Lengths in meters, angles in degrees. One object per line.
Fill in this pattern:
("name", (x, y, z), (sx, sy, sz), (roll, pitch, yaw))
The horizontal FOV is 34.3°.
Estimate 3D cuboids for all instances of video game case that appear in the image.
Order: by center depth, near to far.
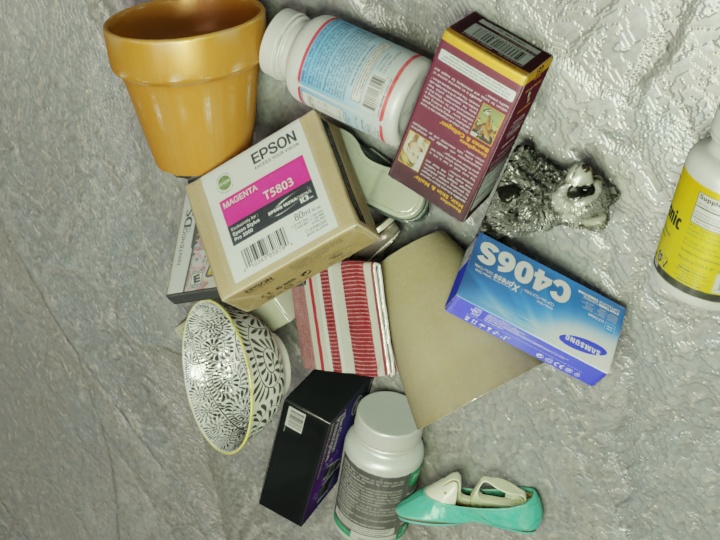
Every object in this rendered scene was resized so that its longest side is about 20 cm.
("video game case", (-0.151, -0.053, 1.514), (0.197, 0.183, 0.026), (-8, 148, 24))

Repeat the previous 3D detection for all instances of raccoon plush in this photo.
("raccoon plush", (0.217, -0.064, 1.362), (0.132, 0.098, 0.201), (24, 155, 4))

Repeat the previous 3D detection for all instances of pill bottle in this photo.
("pill bottle", (0.381, -0.069, 1.211), (0.110, 0.111, 0.202), (23, 124, 20))
("pill bottle", (-0.017, -0.235, 1.383), (0.198, 0.109, 0.110), (28, 126, 18))
("pill bottle", (0.027, 0.276, 1.617), (0.112, 0.113, 0.202), (23, 125, 20))

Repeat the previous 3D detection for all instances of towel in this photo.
("towel", (-0.024, 0.058, 1.480), (0.199, 0.023, 0.146), (0, 101, 55))

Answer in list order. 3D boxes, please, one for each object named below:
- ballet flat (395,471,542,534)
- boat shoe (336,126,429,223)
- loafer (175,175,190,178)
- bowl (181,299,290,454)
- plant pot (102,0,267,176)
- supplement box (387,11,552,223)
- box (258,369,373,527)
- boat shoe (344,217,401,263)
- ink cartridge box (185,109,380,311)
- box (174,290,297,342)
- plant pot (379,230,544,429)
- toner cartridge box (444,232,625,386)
("ballet flat", (0.146, 0.305, 1.562), (0.197, 0.067, 0.072), (5, 107, 3))
("boat shoe", (0.004, -0.117, 1.455), (0.199, 0.062, 0.073), (32, 90, 25))
("loafer", (-0.241, -0.221, 1.557), (0.072, 0.072, 0.203), (-4, 111, 35))
("bowl", (-0.152, 0.132, 1.539), (0.200, 0.093, 0.204), (18, 113, 53))
("plant pot", (-0.206, -0.227, 1.453), (0.198, 0.200, 0.186), (11, 121, 28))
("supplement box", (0.123, -0.174, 1.338), (0.110, 0.086, 0.202), (32, 127, 14))
("box", (-0.061, 0.234, 1.634), (0.078, 0.141, 0.202), (25, 126, 13))
("boat shoe", (0.000, 0.000, 1.518), (0.060, 0.072, 0.200), (50, 135, 5))
("ink cartridge box", (-0.097, -0.070, 1.411), (0.198, 0.075, 0.167), (-29, 68, 16))
("box", (-0.160, 0.056, 1.637), (0.199, 0.095, 0.078), (-29, 99, 40))
("plant pot", (0.107, 0.061, 1.429), (0.187, 0.186, 0.202), (-33, 81, 39))
("toner cartridge box", (0.204, 0.045, 1.355), (0.198, 0.096, 0.043), (27, 149, -4))
